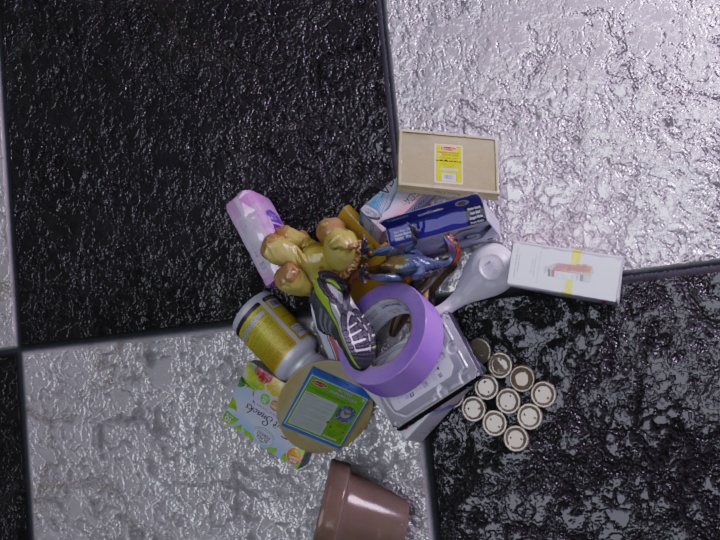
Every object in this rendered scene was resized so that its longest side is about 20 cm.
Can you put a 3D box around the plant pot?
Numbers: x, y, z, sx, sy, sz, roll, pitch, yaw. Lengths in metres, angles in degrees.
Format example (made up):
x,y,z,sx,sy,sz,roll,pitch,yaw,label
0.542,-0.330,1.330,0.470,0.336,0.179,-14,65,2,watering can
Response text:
x,y,z,sx,sy,sz,roll,pitch,yaw,label
0.001,0.486,1.643,0.170,0.200,0.205,13,92,0,plant pot

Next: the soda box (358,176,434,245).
x,y,z,sx,sy,sz,roll,pitch,yaw,label
0.088,-0.145,1.647,0.068,0.064,0.199,43,71,15,soda box

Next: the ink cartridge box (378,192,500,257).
x,y,z,sx,sy,sz,roll,pitch,yaw,label
0.154,-0.076,1.593,0.195,0.200,0.042,-15,74,18,ink cartridge box

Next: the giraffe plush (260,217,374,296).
x,y,z,sx,sy,sz,roll,pitch,yaw,label
-0.070,-0.030,1.634,0.161,0.172,0.201,-38,90,29,giraffe plush

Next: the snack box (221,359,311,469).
x,y,z,sx,sy,sz,roll,pitch,yaw,label
-0.174,0.298,1.764,0.197,0.053,0.145,28,97,16,snack box

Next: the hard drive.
x,y,z,sx,sy,sz,roll,pitch,yaw,label
0.117,0.188,1.577,0.198,0.038,0.142,-34,65,17,hard drive

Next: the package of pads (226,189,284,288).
x,y,z,sx,sy,sz,roll,pitch,yaw,label
-0.193,-0.064,1.754,0.075,0.120,0.203,-32,77,14,package of pads

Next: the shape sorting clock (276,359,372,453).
x,y,z,sx,sy,sz,roll,pitch,yaw,label
-0.071,0.271,1.686,0.195,0.039,0.205,-4,112,-10,shape sorting clock

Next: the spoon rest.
x,y,z,sx,sy,sz,roll,pitch,yaw,label
0.216,0.027,1.642,0.198,0.061,0.100,-37,77,-5,spoon rest

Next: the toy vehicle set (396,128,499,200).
x,y,z,sx,sy,sz,roll,pitch,yaw,label
0.168,-0.204,1.627,0.195,0.027,0.127,5,65,-3,toy vehicle set

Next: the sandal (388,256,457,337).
x,y,z,sx,sy,sz,roll,pitch,yaw,label
0.127,0.060,1.662,0.054,0.080,0.200,44,97,16,sandal

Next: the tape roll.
x,y,z,sx,sy,sz,roll,pitch,yaw,label
0.055,0.127,1.567,0.197,0.065,0.204,-21,51,28,tape roll

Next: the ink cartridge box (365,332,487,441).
x,y,z,sx,sy,sz,roll,pitch,yaw,label
0.122,0.209,1.639,0.201,0.084,0.145,-49,63,11,ink cartridge box

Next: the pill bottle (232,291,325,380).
x,y,z,sx,sy,sz,roll,pitch,yaw,label
-0.161,0.149,1.736,0.200,0.112,0.113,44,101,16,pill bottle

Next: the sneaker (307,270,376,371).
x,y,z,sx,sy,sz,roll,pitch,yaw,label
-0.036,0.100,1.558,0.081,0.073,0.203,-55,52,43,sneaker

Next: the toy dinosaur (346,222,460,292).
x,y,z,sx,sy,sz,roll,pitch,yaw,label
0.087,-0.024,1.556,0.177,0.200,0.108,3,77,-20,toy dinosaur

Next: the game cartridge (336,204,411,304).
x,y,z,sx,sy,sz,roll,pitch,yaw,label
0.000,0.000,1.701,0.200,0.032,0.178,44,124,14,game cartridge

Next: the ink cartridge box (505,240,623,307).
x,y,z,sx,sy,sz,roll,pitch,yaw,label
0.376,0.006,1.543,0.195,0.145,0.086,10,89,18,ink cartridge box

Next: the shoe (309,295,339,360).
x,y,z,sx,sy,sz,roll,pitch,yaw,label
-0.032,0.126,1.719,0.089,0.071,0.204,-20,86,15,shoe

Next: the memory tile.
x,y,z,sx,sy,sz,roll,pitch,yaw,label
0.266,0.238,1.637,0.198,0.017,0.155,33,98,18,memory tile
